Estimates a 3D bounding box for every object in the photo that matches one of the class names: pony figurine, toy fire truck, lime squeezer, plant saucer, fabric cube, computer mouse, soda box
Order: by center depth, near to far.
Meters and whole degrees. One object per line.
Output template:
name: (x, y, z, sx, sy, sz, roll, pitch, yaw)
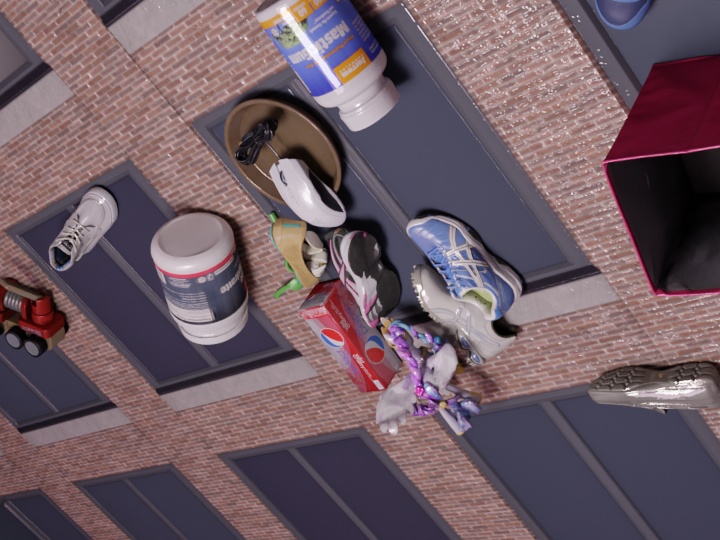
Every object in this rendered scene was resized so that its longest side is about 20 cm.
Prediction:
fabric cube: (0.414, -0.111, 1.207, 0.200, 0.199, 0.196, -4, 127, 38)
computer mouse: (-0.101, -0.132, 1.625, 0.200, 0.044, 0.110, 46, 139, -14)
plant saucer: (-0.114, -0.180, 1.641, 0.200, 0.029, 0.200, 19, 138, 18)
pony figurine: (0.108, 0.175, 1.726, 0.166, 0.193, 0.200, -38, 122, 18)
lime squeezer: (-0.119, -0.011, 1.823, 0.071, 0.038, 0.200, 49, 153, 35)
soda box: (-0.016, 0.112, 1.838, 0.063, 0.070, 0.200, -12, 123, 43)
toy fire truck: (-0.714, 0.067, 2.257, 0.176, 0.129, 0.200, 19, 127, 18)

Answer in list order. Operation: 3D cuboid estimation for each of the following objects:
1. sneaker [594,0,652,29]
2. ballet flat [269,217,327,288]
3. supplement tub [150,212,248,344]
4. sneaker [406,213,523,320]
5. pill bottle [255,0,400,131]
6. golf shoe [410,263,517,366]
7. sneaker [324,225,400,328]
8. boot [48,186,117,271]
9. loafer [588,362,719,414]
sneaker: (0.281, -0.337, 1.160, 0.074, 0.082, 0.200, 17, 140, 18)
ballet flat: (-0.084, -0.023, 1.720, 0.063, 0.069, 0.200, -5, 158, 14)
supplement tub: (-0.270, 0.014, 1.861, 0.140, 0.140, 0.200, 14, 137, 23)
sneaker: (0.149, -0.007, 1.596, 0.200, 0.077, 0.076, 37, 143, -1)
pill bottle: (-0.036, -0.284, 1.413, 0.112, 0.112, 0.200, -16, 120, 44)
golf shoe: (0.161, 0.053, 1.669, 0.097, 0.078, 0.200, -29, 117, 30)
sneaker: (0.000, 0.000, 1.727, 0.086, 0.080, 0.200, 32, 150, 41)
boot: (-0.508, -0.067, 1.979, 0.074, 0.096, 0.200, 36, 141, -3)
loafer: (0.432, 0.181, 1.596, 0.200, 0.070, 0.070, -7, 118, 39)
